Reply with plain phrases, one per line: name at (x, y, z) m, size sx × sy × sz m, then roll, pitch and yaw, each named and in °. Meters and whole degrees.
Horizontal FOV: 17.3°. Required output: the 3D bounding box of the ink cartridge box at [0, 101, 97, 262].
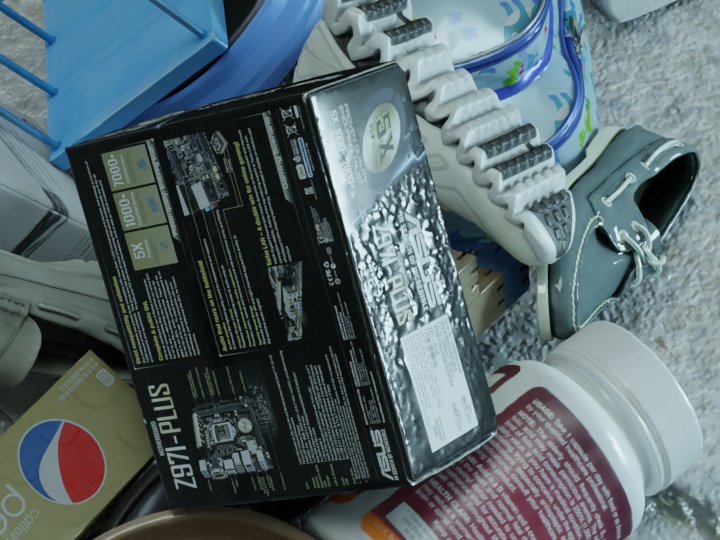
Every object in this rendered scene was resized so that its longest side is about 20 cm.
ink cartridge box at (-0.243, -0.052, 1.383) m, size 0.083 × 0.200 × 0.145 m, roll -48°, pitch 56°, yaw 8°

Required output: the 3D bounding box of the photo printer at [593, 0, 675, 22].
photo printer at (0.183, -0.270, 1.577) m, size 0.166 × 0.070 × 0.200 m, roll -26°, pitch 53°, yaw -12°

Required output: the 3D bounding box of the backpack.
backpack at (0.050, -0.121, 1.432) m, size 0.183 × 0.147 × 0.200 m, roll -11°, pitch 57°, yaw 4°

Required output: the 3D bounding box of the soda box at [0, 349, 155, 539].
soda box at (-0.187, 0.134, 1.234) m, size 0.068 × 0.064 × 0.200 m, roll 43°, pitch 49°, yaw 1°

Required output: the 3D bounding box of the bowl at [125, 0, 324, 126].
bowl at (-0.096, -0.171, 1.446) m, size 0.200 × 0.039 × 0.201 m, roll -27°, pitch 47°, yaw 33°

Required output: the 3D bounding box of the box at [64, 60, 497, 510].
box at (-0.040, 0.010, 1.199) m, size 0.164 × 0.200 × 0.086 m, roll -11°, pitch 9°, yaw 36°

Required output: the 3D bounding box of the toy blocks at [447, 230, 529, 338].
toy blocks at (0.000, 0.000, 1.322) m, size 0.200 × 0.100 × 0.137 m, roll 15°, pitch 38°, yaw 31°

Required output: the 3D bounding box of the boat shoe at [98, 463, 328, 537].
boat shoe at (-0.065, 0.126, 1.304) m, size 0.200 × 0.073 × 0.063 m, roll -38°, pitch 53°, yaw -26°

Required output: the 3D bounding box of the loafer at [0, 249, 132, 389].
loafer at (-0.199, 0.029, 1.311) m, size 0.200 × 0.070 × 0.070 m, roll 4°, pitch 55°, yaw -32°

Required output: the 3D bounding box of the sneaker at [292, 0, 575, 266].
sneaker at (0.040, -0.072, 1.316) m, size 0.200 × 0.081 × 0.075 m, roll 49°, pitch 31°, yaw 17°

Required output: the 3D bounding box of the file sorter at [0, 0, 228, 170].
file sorter at (-0.177, -0.193, 1.418) m, size 0.139 × 0.123 × 0.200 m, roll -34°, pitch 44°, yaw 27°

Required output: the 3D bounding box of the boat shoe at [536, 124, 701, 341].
boat shoe at (0.149, -0.024, 1.364) m, size 0.062 × 0.073 × 0.200 m, roll 6°, pitch 32°, yaw 19°

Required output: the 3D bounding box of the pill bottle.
pill bottle at (0.078, 0.121, 1.260) m, size 0.200 × 0.114 × 0.114 m, roll -35°, pitch 56°, yaw -18°

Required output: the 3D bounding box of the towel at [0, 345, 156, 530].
towel at (-0.120, 0.063, 1.384) m, size 0.200 × 0.035 × 0.133 m, roll -31°, pitch 55°, yaw -16°

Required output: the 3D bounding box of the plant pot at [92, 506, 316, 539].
plant pot at (-0.082, 0.230, 1.209) m, size 0.200 × 0.093 × 0.201 m, roll -4°, pitch 53°, yaw 5°
